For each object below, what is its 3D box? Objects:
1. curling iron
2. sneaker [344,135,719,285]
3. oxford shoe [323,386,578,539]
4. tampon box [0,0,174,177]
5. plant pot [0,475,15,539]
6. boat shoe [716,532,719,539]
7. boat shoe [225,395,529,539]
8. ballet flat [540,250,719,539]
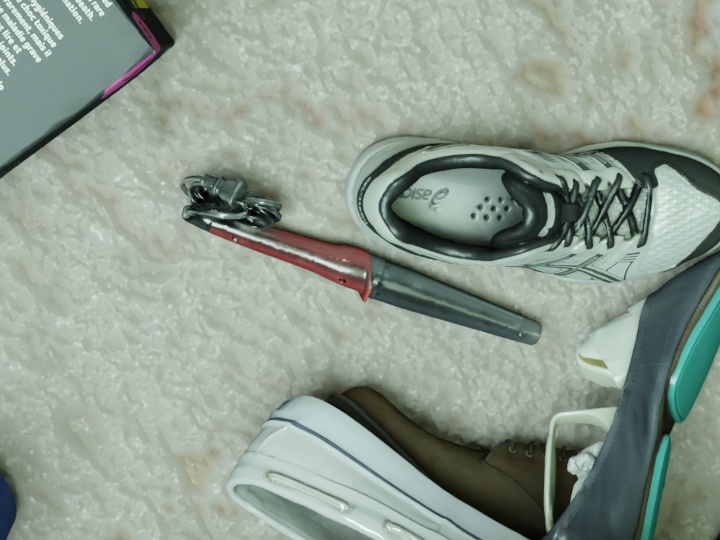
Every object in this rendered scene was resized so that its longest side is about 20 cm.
[{"bbox_3d":[0.000,0.000,0.820,0.200,0.050,0.026,24,78,-12],"label":"curling iron"},{"bbox_3d":[0.093,-0.025,0.799,0.199,0.088,0.076,0,99,-5],"label":"sneaker"},{"bbox_3d":[0.068,0.116,0.843,0.200,0.073,0.084,37,68,-2],"label":"oxford shoe"},{"bbox_3d":[-0.201,-0.092,0.736,0.200,0.150,0.126,-35,100,4],"label":"tampon box"},{"bbox_3d":[-0.265,0.169,0.757,0.200,0.200,0.180,12,93,-5],"label":"plant pot"},{"bbox_3d":[0.217,0.207,0.864,0.066,0.074,0.200,10,102,-18],"label":"boat shoe"},{"bbox_3d":[0.026,0.140,0.770,0.200,0.072,0.066,38,57,5],"label":"boat shoe"},{"bbox_3d":[0.132,0.069,0.808,0.073,0.073,0.200,26,69,-8],"label":"ballet flat"}]
